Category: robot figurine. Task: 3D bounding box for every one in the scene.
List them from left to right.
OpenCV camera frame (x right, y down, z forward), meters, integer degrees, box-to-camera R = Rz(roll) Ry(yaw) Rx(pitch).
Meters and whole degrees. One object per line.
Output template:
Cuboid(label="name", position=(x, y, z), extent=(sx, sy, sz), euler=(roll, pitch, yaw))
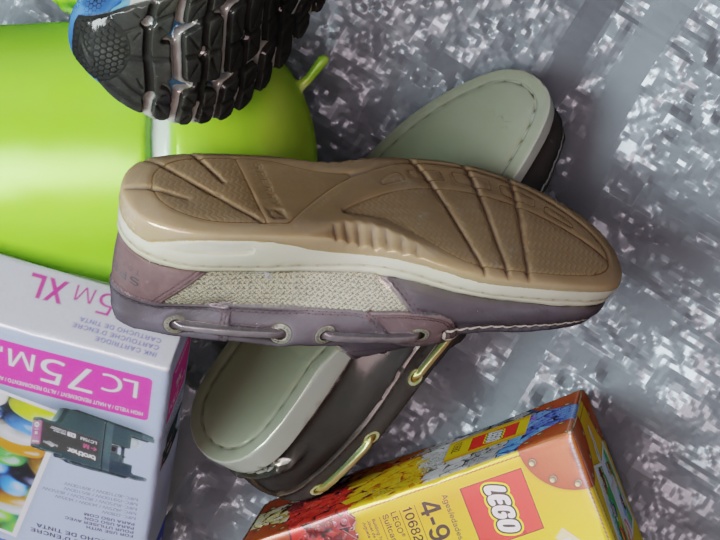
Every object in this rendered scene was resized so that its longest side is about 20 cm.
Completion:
Cuboid(label="robot figurine", position=(-0.108, -0.042, 1.085), extent=(0.200, 0.116, 0.176), euler=(-2, 96, 8))

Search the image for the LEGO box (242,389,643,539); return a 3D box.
Cuboid(label="LEGO box", position=(0.057, 0.171, 1.124), extent=(0.149, 0.077, 0.200), euler=(-20, 98, 12))

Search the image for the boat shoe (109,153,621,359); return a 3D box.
Cuboid(label="boat shoe", position=(0.000, 0.000, 1.027), extent=(0.200, 0.072, 0.065), euler=(4, 128, -23))

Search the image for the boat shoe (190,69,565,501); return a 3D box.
Cuboid(label="boat shoe", position=(0.015, 0.007, 1.107), extent=(0.201, 0.072, 0.061), euler=(-49, 134, 3))

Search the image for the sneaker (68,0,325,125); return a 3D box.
Cuboid(label="sneaker", position=(-0.059, -0.124, 1.035), extent=(0.090, 0.200, 0.078), euler=(26, 127, 15))

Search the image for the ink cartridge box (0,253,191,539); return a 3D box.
Cuboid(label="ink cartridge box", position=(-0.136, 0.071, 1.095), extent=(0.119, 0.042, 0.200), euler=(16, 143, 3))
